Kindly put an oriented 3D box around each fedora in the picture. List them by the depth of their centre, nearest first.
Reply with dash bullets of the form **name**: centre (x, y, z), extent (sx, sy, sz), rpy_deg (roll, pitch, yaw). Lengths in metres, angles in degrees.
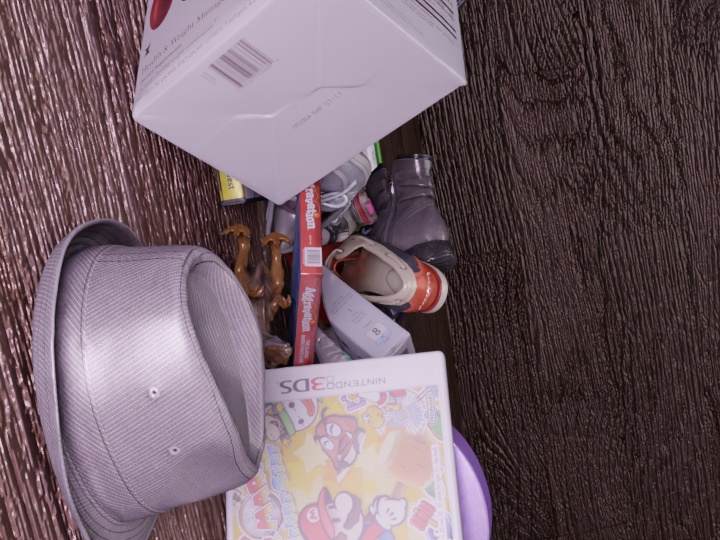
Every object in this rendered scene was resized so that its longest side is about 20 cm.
- **fedora**: centre (-0.106, 0.064, 0.548), extent (0.177, 0.089, 0.203), rpy_deg (-70, 152, -69)

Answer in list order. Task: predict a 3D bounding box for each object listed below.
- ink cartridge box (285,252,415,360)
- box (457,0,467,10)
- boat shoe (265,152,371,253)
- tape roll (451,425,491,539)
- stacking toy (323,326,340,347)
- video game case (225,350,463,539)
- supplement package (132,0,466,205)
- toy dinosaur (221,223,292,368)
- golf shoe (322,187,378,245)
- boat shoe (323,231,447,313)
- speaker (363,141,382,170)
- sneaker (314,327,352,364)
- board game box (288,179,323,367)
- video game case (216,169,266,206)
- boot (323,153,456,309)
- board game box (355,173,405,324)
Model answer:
- **ink cartridge box**: centre (-0.018, 0.068, 0.998), extent (0.199, 0.047, 0.161), rpy_deg (36, -20, 32)
- **box**: centre (0.018, -0.317, 0.830), extent (0.198, 0.106, 0.124), rpy_deg (13, 56, -31)
- **boat shoe**: centre (-0.044, -0.065, 0.836), extent (0.066, 0.074, 0.202), rpy_deg (-67, -168, -17)
- **tape roll**: centre (0.009, 0.207, 0.795), extent (0.066, 0.197, 0.204), rpy_deg (11, 72, -80)
- **stacking toy**: centre (0.000, 0.154, 1.088), extent (0.146, 0.144, 0.202), rpy_deg (53, 15, -71)
- **video game case**: centre (-0.015, 0.170, 0.734), extent (0.023, 0.179, 0.203), rpy_deg (64, 20, -71)
- **supplement package**: centre (-0.046, -0.197, 0.697), extent (0.146, 0.190, 0.202), rpy_deg (29, 46, -38)
- **toy dinosaur**: centre (-0.091, 0.011, 0.845), extent (0.201, 0.059, 0.108), rpy_deg (-101, -168, -63)
- **golf shoe**: centre (-0.052, -0.090, 1.051), extent (0.073, 0.091, 0.200), rpy_deg (62, -3, -28)
- **boat shoe**: centre (0.000, 0.000, 0.989), extent (0.062, 0.199, 0.072), rpy_deg (8, 98, -44)
- **speaker**: centre (-0.013, -0.151, 1.279), extent (0.089, 0.087, 0.203), rpy_deg (-61, 142, -74)
- **sneaker**: centre (-0.048, 0.113, 0.926), extent (0.078, 0.091, 0.200), rpy_deg (54, -7, -14)
- **board game box**: centre (-0.047, 0.022, 0.795), extent (0.201, 0.019, 0.104), rpy_deg (100, -10, -53)
- **video game case**: centre (-0.107, -0.157, 0.908), extent (0.200, 0.025, 0.184), rpy_deg (-36, 118, -79)
- **boot**: centre (0.024, -0.038, 1.063), extent (0.069, 0.199, 0.134), rpy_deg (6, 64, -45)
- **board game box**: centre (0.022, -0.002, 1.238), extent (0.166, 0.056, 0.201), rpy_deg (-57, 153, -21)
